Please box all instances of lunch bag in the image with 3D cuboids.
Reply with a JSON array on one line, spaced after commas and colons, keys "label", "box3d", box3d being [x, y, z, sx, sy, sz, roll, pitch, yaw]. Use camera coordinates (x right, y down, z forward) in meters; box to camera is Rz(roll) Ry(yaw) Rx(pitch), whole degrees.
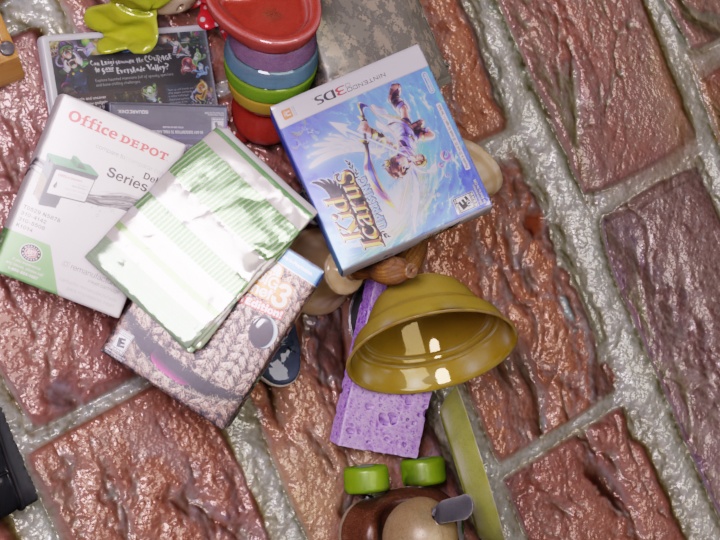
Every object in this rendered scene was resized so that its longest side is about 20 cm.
[{"label": "lunch bag", "box3d": [0.004, -0.263, 1.796, 0.200, 0.117, 0.165, -27, 98, -33]}]

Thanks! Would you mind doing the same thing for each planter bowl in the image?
[{"label": "planter bowl", "box3d": [0.074, 0.060, 1.728, 0.199, 0.200, 0.084, 5, 56, -28]}]

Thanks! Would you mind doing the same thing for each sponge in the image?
[{"label": "sponge", "box3d": [0.037, 0.117, 1.802, 0.111, 0.030, 0.201, 14, 89, -27]}]

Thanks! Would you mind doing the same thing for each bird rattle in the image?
[{"label": "bird rattle", "box3d": [-0.220, -0.329, 1.683, 0.199, 0.113, 0.163, -26, 71, -35]}]

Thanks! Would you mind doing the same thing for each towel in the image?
[{"label": "towel", "box3d": [-0.162, -0.035, 1.572, 0.152, 0.023, 0.200, 42, 83, 1]}]

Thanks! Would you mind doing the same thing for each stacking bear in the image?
[{"label": "stacking bear", "box3d": [-0.105, -0.223, 1.701, 0.121, 0.200, 0.114, -25, 60, -24]}]

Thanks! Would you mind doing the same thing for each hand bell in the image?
[{"label": "hand bell", "box3d": [0.000, 0.000, 1.717, 0.104, 0.200, 0.105, 1, 89, -32]}, {"label": "hand bell", "box3d": [0.083, -0.053, 1.805, 0.104, 0.104, 0.200, 42, 58, -19]}]

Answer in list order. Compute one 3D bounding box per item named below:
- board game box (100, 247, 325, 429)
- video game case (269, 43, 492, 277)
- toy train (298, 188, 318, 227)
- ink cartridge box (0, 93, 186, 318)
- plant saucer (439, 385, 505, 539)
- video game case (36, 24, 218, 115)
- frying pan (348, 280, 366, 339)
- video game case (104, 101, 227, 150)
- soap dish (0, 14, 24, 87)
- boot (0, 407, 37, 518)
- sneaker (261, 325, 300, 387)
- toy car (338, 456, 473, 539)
[{"label": "board game box", "box3d": [-0.156, 0.044, 1.633, 0.159, 0.097, 0.201, 32, 88, -1]}, {"label": "video game case", "box3d": [0.021, -0.121, 1.654, 0.181, 0.045, 0.201, -24, 82, -4]}, {"label": "toy train", "box3d": [0.010, -0.120, 1.753, 0.200, 0.114, 0.085, -36, 80, 11]}, {"label": "ink cartridge box", "box3d": [-0.288, -0.070, 1.603, 0.145, 0.084, 0.201, 21, 88, -15]}, {"label": "plant saucer", "box3d": [0.130, 0.237, 1.792, 0.031, 0.200, 0.201, -16, 94, 1]}, {"label": "video game case", "box3d": [-0.253, -0.179, 1.702, 0.199, 0.023, 0.183, -9, 90, -29]}, {"label": "frying pan", "box3d": [0.021, 0.091, 1.826, 0.115, 0.031, 0.191, 37, 66, -19]}, {"label": "video game case", "box3d": [-0.215, -0.086, 1.693, 0.142, 0.019, 0.201, -2, 93, -29]}, {"label": "soap dish", "box3d": [-0.452, -0.270, 1.566, 0.157, 0.081, 0.201, -26, 97, -28]}, {"label": "boot", "box3d": [-0.438, 0.193, 1.530, 0.168, 0.076, 0.201, -30, 105, -32]}, {"label": "sneaker", "box3d": [-0.104, 0.036, 1.727, 0.075, 0.084, 0.201, -18, 94, -29]}, {"label": "toy car", "box3d": [0.081, 0.304, 1.737, 0.157, 0.200, 0.165, -4, 87, -29]}]
